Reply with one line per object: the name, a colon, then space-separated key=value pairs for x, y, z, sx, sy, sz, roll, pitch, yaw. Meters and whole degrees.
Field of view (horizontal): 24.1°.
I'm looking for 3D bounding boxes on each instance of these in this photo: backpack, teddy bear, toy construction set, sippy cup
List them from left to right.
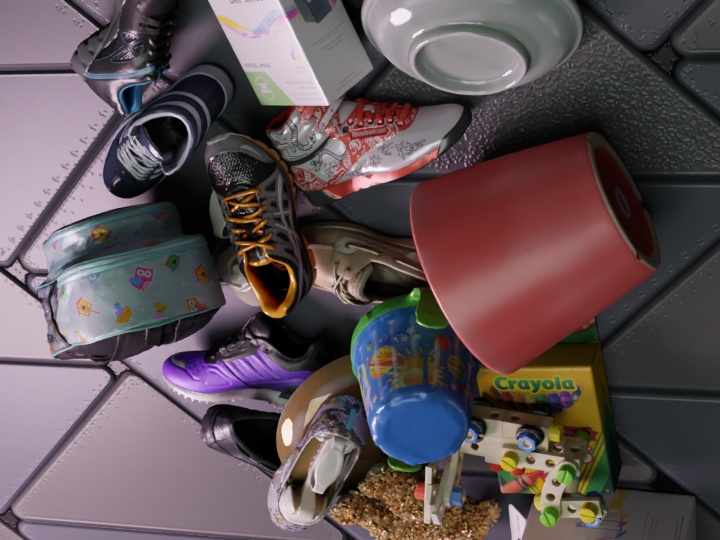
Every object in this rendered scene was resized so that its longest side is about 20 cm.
backpack: x=-0.233 y=0.012 z=1.713 sx=0.200 sy=0.175 sz=0.155 roll=-178 pitch=77 yaw=-68
teddy bear: x=0.061 y=0.266 z=1.823 sx=0.145 sy=0.067 sz=0.200 roll=-36 pitch=133 yaw=12
sippy cup: x=0.057 y=0.114 z=1.659 sx=0.139 sy=0.131 sz=0.178 roll=-23 pitch=123 yaw=16
toy construction set: x=0.154 y=0.204 z=1.730 sx=0.198 sy=0.092 sz=0.132 roll=-1 pitch=121 yaw=8

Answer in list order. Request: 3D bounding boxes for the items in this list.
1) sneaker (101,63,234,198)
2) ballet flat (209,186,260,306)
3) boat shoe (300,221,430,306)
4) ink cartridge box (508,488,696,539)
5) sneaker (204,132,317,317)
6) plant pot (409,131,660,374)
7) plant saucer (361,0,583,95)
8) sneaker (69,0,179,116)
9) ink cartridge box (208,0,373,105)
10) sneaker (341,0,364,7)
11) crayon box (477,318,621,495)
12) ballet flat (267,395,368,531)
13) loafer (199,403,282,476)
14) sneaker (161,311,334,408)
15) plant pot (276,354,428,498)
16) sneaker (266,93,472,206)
sneaker: x=-0.213 y=-0.120 z=1.689 sx=0.070 sy=0.109 sz=0.200 roll=42 pitch=126 yaw=-11
ballet flat: x=-0.129 y=-0.036 z=1.742 sx=0.069 sy=0.070 sz=0.201 roll=9 pitch=124 yaw=14
boat shoe: x=0.000 y=0.000 z=1.720 sx=0.198 sy=0.065 sz=0.073 roll=8 pitch=125 yaw=15
ink cartridge box: x=0.254 y=0.320 z=1.808 sx=0.198 sy=0.125 sz=0.129 roll=2 pitch=124 yaw=18
sneaker: x=-0.098 y=-0.043 z=1.653 sx=0.078 sy=0.077 sz=0.201 roll=-15 pitch=118 yaw=21
plant pot: x=0.171 y=-0.028 z=1.575 sx=0.177 sy=0.201 sz=0.201 roll=-27 pitch=111 yaw=21
plant saucer: x=0.097 y=-0.203 z=1.496 sx=0.198 sy=0.051 sz=0.200 roll=5 pitch=155 yaw=2
sneaker: x=-0.203 y=-0.230 z=1.627 sx=0.082 sy=0.073 sz=0.200 roll=52 pitch=136 yaw=6
ink cartridge box: x=-0.083 y=-0.253 z=1.549 sx=0.117 sy=0.067 sz=0.201 roll=7 pitch=131 yaw=52
sneaker: x=0.027 y=-0.290 z=1.525 sx=0.199 sy=0.079 sz=0.066 roll=1 pitch=140 yaw=41
crayon box: x=0.194 y=0.142 z=1.756 sx=0.126 sy=0.051 sz=0.201 roll=-2 pitch=121 yaw=22
ballet flat: x=-0.049 y=0.217 z=1.745 sx=0.072 sy=0.072 sz=0.201 roll=27 pitch=124 yaw=0
loafer: x=-0.081 y=0.194 z=1.836 sx=0.200 sy=0.069 sz=0.070 roll=23 pitch=166 yaw=-34
sneaker: x=-0.120 y=0.089 z=1.831 sx=0.199 sy=0.070 sz=0.100 roll=4 pitch=117 yaw=13
plant pot: x=0.010 y=0.172 z=1.795 sx=0.199 sy=0.028 sz=0.201 roll=-9 pitch=126 yaw=-12
sneaker: x=0.001 y=-0.140 z=1.623 sx=0.201 sy=0.067 sz=0.108 roll=-22 pitch=116 yaw=33
